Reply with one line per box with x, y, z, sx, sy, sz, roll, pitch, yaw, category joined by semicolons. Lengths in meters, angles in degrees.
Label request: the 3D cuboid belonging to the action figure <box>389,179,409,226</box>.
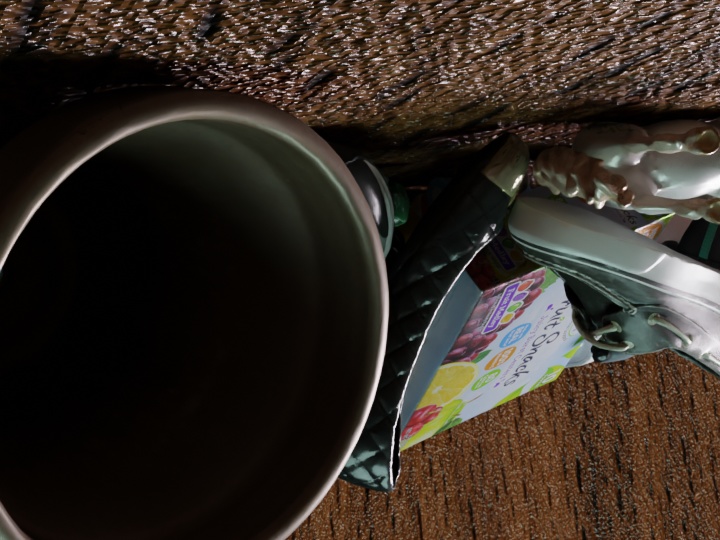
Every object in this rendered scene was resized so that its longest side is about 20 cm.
-0.069;-0.027;0.879;0.199;0.055;0.118;-9;173;-11;action figure

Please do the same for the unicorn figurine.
0.174;-0.050;0.826;0.200;0.074;0.137;13;176;-29;unicorn figurine

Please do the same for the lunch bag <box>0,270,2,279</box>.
-0.174;0.057;0.968;0.150;0.094;0.200;30;-178;24;lunch bag

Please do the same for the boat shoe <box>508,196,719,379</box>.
0.149;0.016;0.864;0.200;0.064;0.071;21;-172;-37;boat shoe

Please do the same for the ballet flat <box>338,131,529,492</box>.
0.036;0.020;0.830;0.057;0.200;0.066;29;-169;0;ballet flat

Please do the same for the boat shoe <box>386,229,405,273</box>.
0.000;0.000;0.963;0.056;0.069;0.200;-17;-167;12;boat shoe

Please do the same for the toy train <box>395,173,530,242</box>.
0.099;-0.026;1.044;0.200;0.056;0.150;-1;174;-41;toy train

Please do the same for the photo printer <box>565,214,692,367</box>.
0.163;0.011;1.181;0.166;0.070;0.200;-34;-170;-29;photo printer

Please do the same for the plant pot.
-0.116;0.014;0.667;0.200;0.201;0.174;-2;-167;-40;plant pot

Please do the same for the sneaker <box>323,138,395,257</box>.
-0.032;0.021;0.811;0.074;0.200;0.079;15;-141;-2;sneaker

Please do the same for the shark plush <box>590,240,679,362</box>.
0.224;0.022;1.049;0.083;0.091;0.200;11;-176;39;shark plush

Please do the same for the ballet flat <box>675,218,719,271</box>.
0.253;-0.033;1.017;0.073;0.073;0.200;-8;-174;32;ballet flat

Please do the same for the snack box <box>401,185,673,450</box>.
0.086;0.024;0.969;0.142;0.053;0.200;-23;157;-28;snack box
